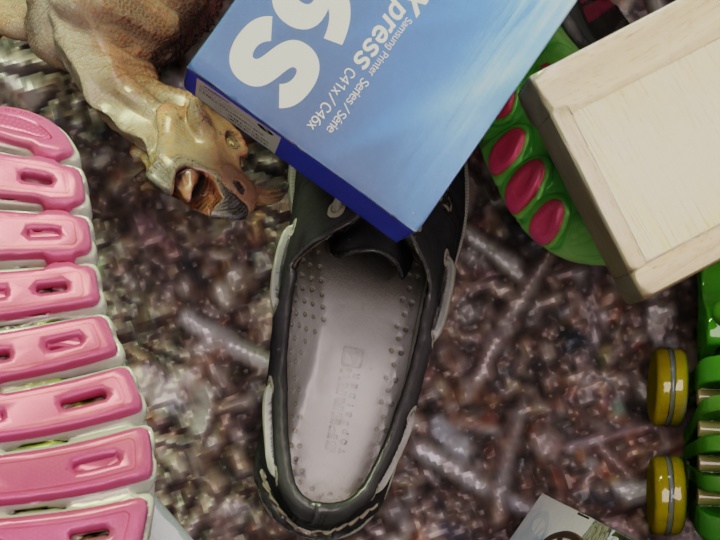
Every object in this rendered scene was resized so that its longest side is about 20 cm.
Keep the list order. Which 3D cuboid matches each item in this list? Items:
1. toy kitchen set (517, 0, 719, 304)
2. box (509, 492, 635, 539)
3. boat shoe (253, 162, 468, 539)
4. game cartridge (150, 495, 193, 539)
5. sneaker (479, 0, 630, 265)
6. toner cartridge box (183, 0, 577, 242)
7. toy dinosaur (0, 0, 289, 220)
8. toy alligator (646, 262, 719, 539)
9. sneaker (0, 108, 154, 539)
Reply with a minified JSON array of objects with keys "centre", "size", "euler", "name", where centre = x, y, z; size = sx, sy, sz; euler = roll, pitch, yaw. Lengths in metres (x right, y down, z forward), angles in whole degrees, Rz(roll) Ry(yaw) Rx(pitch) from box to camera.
[{"centre":[0.128,-0.098,0.772],"size":[0.180,0.200,0.164],"euler":[-27,87,-3],"name":"toy kitchen set"},{"centre":[0.059,0.188,0.750],"size":[0.200,0.136,0.038],"euler":[-53,128,-12],"name":"box"},{"centre":[0.000,0.000,0.802],"size":[0.073,0.060,0.202],"euler":[15,79,-2],"name":"boat shoe"},{"centre":[-0.114,0.137,0.779],"size":[0.133,0.040,0.200],"euler":[-41,90,-8],"name":"game cartridge"},{"centre":[0.068,-0.088,0.827],"size":[0.076,0.084,0.201],"euler":[-23,69,21],"name":"sneaker"},{"centre":[0.035,-0.119,0.726],"size":[0.095,0.043,0.201],"euler":[35,84,-4],"name":"toner cartridge box"},{"centre":[-0.077,-0.109,0.800],"size":[0.135,0.086,0.201],"euler":[20,66,-14],"name":"toy dinosaur"},{"centre":[0.142,0.037,0.820],"size":[0.059,0.054,0.202],"euler":[3,80,0],"name":"toy alligator"},{"centre":[-0.111,0.049,0.715],"size":[0.073,0.088,0.201],"euler":[-7,62,-11],"name":"sneaker"}]
